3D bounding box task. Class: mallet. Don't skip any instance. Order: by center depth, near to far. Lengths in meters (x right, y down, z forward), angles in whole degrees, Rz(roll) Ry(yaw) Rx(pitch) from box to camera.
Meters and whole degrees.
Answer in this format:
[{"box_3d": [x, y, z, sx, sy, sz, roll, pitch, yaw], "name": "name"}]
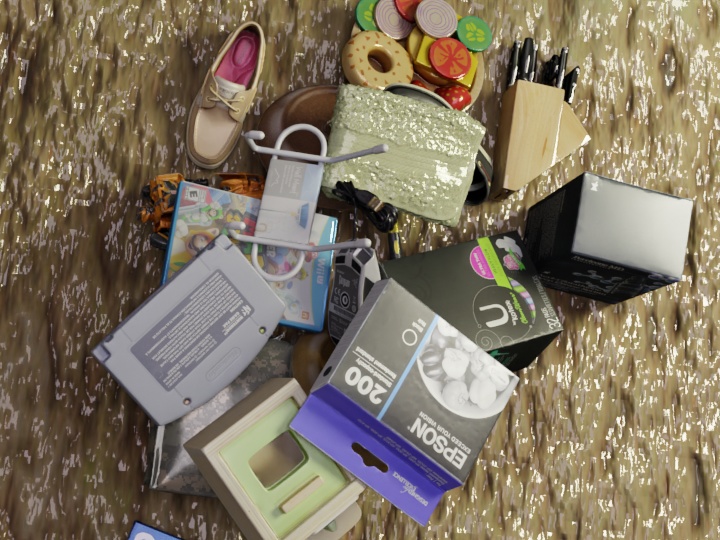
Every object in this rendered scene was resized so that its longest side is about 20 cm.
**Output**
[{"box_3d": [0.033, -0.056, 1.467, 0.065, 0.041, 0.201, 1, 83, -13], "name": "mallet"}]

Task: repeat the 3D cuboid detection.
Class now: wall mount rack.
[{"box_3d": [-0.060, -0.086, 1.295, 0.173, 0.075, 0.201, 8, 74, 8], "name": "wall mount rack"}]

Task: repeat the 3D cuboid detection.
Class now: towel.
[{"box_3d": [0.051, -0.143, 1.384, 0.199, 0.036, 0.149, 13, 90, -18], "name": "towel"}]

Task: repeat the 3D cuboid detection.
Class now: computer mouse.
[{"box_3d": [0.000, 0.000, 1.325, 0.044, 0.109, 0.201, -6, 110, -37], "name": "computer mouse"}]

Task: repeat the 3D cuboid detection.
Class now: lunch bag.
[{"box_3d": [-0.166, 0.169, 1.340, 0.163, 0.118, 0.201, 9, 82, -13], "name": "lunch bag"}]

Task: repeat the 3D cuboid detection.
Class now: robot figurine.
[{"box_3d": [-0.176, -0.077, 1.388, 0.199, 0.058, 0.145, -1, 41, -19], "name": "robot figurine"}]

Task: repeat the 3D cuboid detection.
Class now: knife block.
[{"box_3d": [0.219, -0.216, 1.520, 0.200, 0.064, 0.176, -34, 88, -15], "name": "knife block"}]

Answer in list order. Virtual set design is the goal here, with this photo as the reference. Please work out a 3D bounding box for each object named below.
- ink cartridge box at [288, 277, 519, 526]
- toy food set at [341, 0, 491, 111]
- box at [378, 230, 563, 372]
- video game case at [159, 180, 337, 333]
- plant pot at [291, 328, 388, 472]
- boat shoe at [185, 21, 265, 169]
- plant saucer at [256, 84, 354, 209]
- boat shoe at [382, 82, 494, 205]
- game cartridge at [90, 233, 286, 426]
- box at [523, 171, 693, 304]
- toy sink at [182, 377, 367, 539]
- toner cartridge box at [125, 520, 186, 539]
[{"box_3d": [0.052, 0.144, 1.233, 0.198, 0.043, 0.201, 37, 68, -13], "name": "ink cartridge box"}, {"box_3d": [0.077, -0.292, 1.497, 0.199, 0.049, 0.199, 22, 66, -10], "name": "toy food set"}, {"box_3d": [0.119, 0.058, 1.387, 0.199, 0.124, 0.149, -13, 66, -22], "name": "box"}, {"box_3d": [-0.130, -0.015, 1.327, 0.199, 0.018, 0.144, 13, 74, -20], "name": "video game case"}, {"box_3d": [-0.001, 0.151, 1.354, 0.027, 0.200, 0.200, -37, 89, 28], "name": "plant pot"}, {"box_3d": [-0.173, -0.230, 1.435, 0.073, 0.069, 0.201, 18, 77, -8], "name": "boat shoe"}, {"box_3d": [-0.032, -0.170, 1.435, 0.199, 0.037, 0.201, 7, 56, -11], "name": "plant saucer"}, {"box_3d": [0.101, -0.163, 1.445, 0.201, 0.073, 0.063, 41, 36, -28], "name": "boat shoe"}, {"box_3d": [-0.186, 0.072, 1.264, 0.200, 0.041, 0.133, -43, 99, -16], "name": "game cartridge"}, {"box_3d": [0.308, -0.036, 1.435, 0.148, 0.200, 0.108, 14, 77, -9], "name": "box"}, {"box_3d": [-0.081, 0.237, 1.240, 0.130, 0.112, 0.201, -35, 98, -20], "name": "toy sink"}, {"box_3d": [-0.195, 0.379, 1.333, 0.199, 0.043, 0.095, 23, 77, -7], "name": "toner cartridge box"}]
